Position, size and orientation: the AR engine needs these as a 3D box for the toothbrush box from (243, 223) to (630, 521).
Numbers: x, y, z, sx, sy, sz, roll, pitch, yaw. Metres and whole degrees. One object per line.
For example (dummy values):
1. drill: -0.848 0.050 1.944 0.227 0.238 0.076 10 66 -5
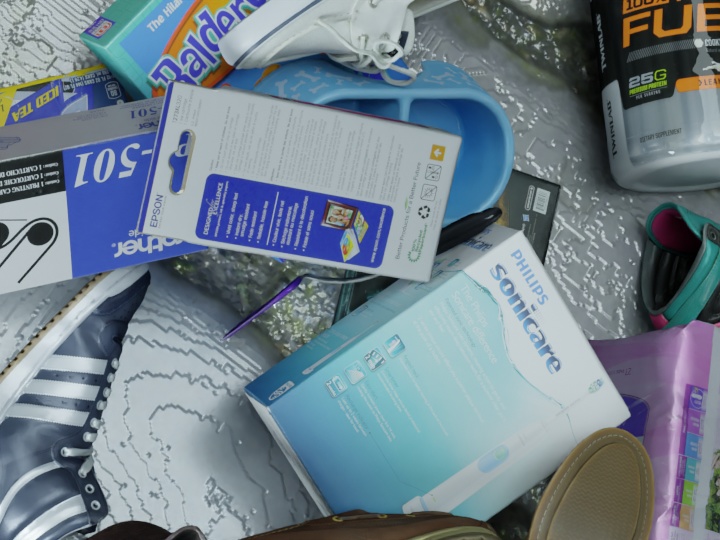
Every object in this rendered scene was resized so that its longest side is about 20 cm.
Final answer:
1. toothbrush box: 0.049 0.084 1.436 0.199 0.085 0.147 -35 103 -7

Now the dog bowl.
1. dog bowl: 0.014 -0.076 1.448 0.198 0.049 0.113 -3 107 -31

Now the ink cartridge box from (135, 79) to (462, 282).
1. ink cartridge box: -0.039 -0.055 1.370 0.198 0.037 0.096 9 99 -26

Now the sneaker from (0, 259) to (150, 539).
1. sneaker: -0.175 0.091 1.397 0.108 0.070 0.200 42 74 -3

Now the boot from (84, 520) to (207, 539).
1. boot: -0.188 0.212 1.313 0.199 0.166 0.073 -37 94 -21

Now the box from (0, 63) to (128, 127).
1. box: -0.242 -0.071 1.412 0.198 0.064 0.071 -16 85 -22

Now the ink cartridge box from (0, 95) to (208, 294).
1. ink cartridge box: -0.193 -0.042 1.360 0.198 0.044 0.095 -13 126 -18

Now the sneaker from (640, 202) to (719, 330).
1. sneaker: 0.264 -0.020 1.578 0.121 0.083 0.201 40 69 -18

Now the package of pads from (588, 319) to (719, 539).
1. package of pads: 0.190 0.139 1.492 0.075 0.120 0.202 17 73 -29

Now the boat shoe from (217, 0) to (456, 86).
1. boat shoe: 0.009 -0.155 1.398 0.201 0.075 0.087 -30 90 -29

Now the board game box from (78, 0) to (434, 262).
1. board game box: -0.063 -0.128 1.442 0.152 0.045 0.200 -47 122 -10

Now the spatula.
1. spatula: 0.000 0.000 1.449 0.198 0.057 0.021 -20 95 5

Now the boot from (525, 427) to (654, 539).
1. boot: 0.111 0.198 1.432 0.073 0.155 0.201 27 75 -8

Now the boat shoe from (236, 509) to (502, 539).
1. boat shoe: -0.009 0.183 1.356 0.198 0.068 0.073 -4 108 -13

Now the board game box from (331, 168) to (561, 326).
1. board game box: 0.053 0.016 1.519 0.134 0.028 0.202 18 73 -15

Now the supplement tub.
1. supplement tub: 0.224 -0.164 1.570 0.121 0.122 0.202 -3 79 -20
